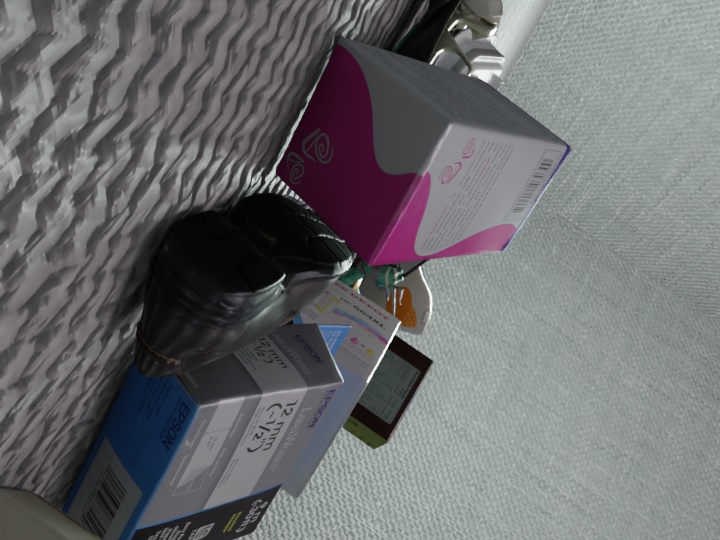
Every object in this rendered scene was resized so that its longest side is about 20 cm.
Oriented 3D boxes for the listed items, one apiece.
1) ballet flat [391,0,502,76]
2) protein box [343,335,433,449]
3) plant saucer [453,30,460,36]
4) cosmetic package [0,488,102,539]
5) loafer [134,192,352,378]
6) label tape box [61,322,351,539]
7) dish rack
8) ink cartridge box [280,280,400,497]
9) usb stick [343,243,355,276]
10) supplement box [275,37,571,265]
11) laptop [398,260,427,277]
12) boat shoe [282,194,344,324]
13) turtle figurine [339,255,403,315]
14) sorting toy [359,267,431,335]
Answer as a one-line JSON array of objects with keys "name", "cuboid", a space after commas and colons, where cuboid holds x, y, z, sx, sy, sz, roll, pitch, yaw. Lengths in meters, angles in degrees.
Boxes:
[{"name": "ballet flat", "cuboid": [0.071, -0.192, 0.621, 0.203, 0.067, 0.068, -59, 175, 7]}, {"name": "protein box", "cuboid": [-0.015, 0.155, 1.184, 0.136, 0.198, 0.199, -55, 175, -16]}, {"name": "plant saucer", "cuboid": [0.093, -0.244, 0.800, 0.203, 0.029, 0.200, -58, 177, -5]}, {"name": "cosmetic package", "cuboid": [-0.114, 0.203, 0.361, 0.106, 0.198, 0.071, -54, 176, -19]}, {"name": "loafer", "cuboid": [-0.065, 0.005, 0.453, 0.073, 0.073, 0.199, -52, 167, 20]}, {"name": "label tape box", "cuboid": [-0.080, 0.113, 0.523, 0.198, 0.066, 0.145, 4, 122, -53]}, {"name": "dish rack", "cuboid": [0.070, -0.147, 0.775, 0.200, 0.044, 0.171, -48, 174, 25]}, {"name": "ink cartridge box", "cuboid": [-0.054, 0.084, 0.724, 0.127, 0.127, 0.200, -59, 177, 18]}, {"name": "usb stick", "cuboid": [-0.014, -0.053, 0.743, 0.201, 0.054, 0.033, 115, -26, -55]}, {"name": "supplement box", "cuboid": [0.051, -0.078, 0.542, 0.198, 0.103, 0.102, -7, 134, -56]}, {"name": "laptop", "cuboid": [0.085, -0.135, 0.969, 0.198, 0.116, 0.189, -36, -148, 14]}, {"name": "boat shoe", "cuboid": [-0.077, 0.046, 0.581, 0.203, 0.067, 0.072, -60, 176, 10]}, {"name": "turtle figurine", "cuboid": [0.000, 0.000, 0.955, 0.149, 0.099, 0.205, -21, -130, 67]}, {"name": "sorting toy", "cuboid": [0.043, -0.031, 1.193, 0.200, 0.104, 0.184, 47, -57, 60]}]
